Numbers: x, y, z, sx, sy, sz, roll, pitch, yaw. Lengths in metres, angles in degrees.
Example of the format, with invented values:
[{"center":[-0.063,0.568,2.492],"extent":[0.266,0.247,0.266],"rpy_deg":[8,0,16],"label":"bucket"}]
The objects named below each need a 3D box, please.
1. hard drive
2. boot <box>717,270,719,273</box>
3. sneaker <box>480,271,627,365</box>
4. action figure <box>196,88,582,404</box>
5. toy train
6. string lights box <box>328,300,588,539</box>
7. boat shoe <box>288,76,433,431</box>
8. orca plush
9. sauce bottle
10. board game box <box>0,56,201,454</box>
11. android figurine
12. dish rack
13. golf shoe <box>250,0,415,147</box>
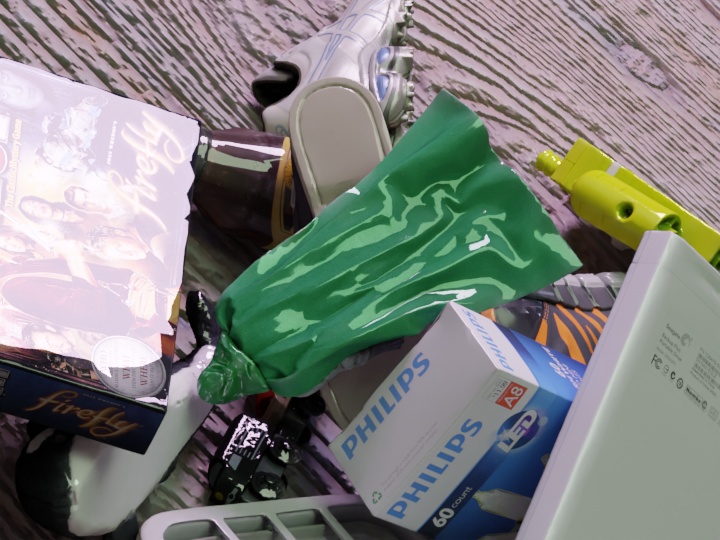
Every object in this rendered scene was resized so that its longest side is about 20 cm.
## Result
[{"center":[0.150,0.099,1.472],"extent":[0.132,0.027,0.200],"rpy_deg":[40,66,-38],"label":"hard drive"},{"center":[0.218,0.121,1.572],"extent":[0.065,0.165,0.200],"rpy_deg":[-16,49,-4],"label":"boot"},{"center":[0.126,0.062,1.652],"extent":[0.200,0.077,0.112],"rpy_deg":[3,66,-45],"label":"sneaker"},{"center":[-0.002,0.007,1.472],"extent":[0.200,0.055,0.118],"rpy_deg":[-33,73,-19],"label":"action figure"},{"center":[-0.038,0.061,1.542],"extent":[0.046,0.034,0.200],"rpy_deg":[27,40,0],"label":"toy train"},{"center":[0.090,0.098,1.505],"extent":[0.200,0.103,0.059],"rpy_deg":[24,22,-43],"label":"string lights box"},{"center":[0.000,0.000,1.541],"extent":[0.072,0.063,0.201],"rpy_deg":[-8,74,-4],"label":"boat shoe"},{"center":[-0.128,0.067,1.433],"extent":[0.071,0.105,0.200],"rpy_deg":[13,38,17],"label":"orca plush"},{"center":[-0.041,-0.039,1.610],"extent":[0.199,0.066,0.066],"rpy_deg":[18,43,-24],"label":"sauce bottle"},{"center":[-0.151,-0.015,1.383],"extent":[0.135,0.035,0.200],"rpy_deg":[17,43,-14],"label":"board game box"},{"center":[0.186,-0.016,1.730],"extent":[0.200,0.041,0.182],"rpy_deg":[36,3,34],"label":"android figurine"},{"center":[0.000,0.181,1.395],"extent":[0.171,0.044,0.200],"rpy_deg":[-1,30,-40],"label":"dish rack"},{"center":[-0.015,-0.123,1.705],"extent":[0.097,0.079,0.200],"rpy_deg":[-1,25,2],"label":"golf shoe"}]
